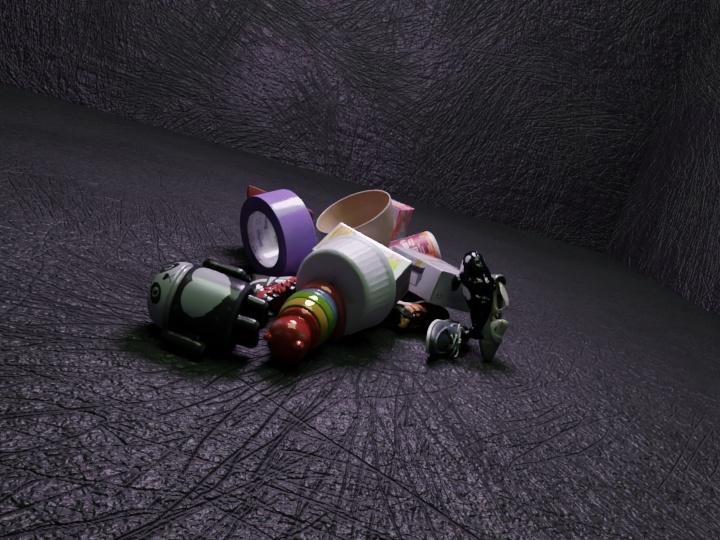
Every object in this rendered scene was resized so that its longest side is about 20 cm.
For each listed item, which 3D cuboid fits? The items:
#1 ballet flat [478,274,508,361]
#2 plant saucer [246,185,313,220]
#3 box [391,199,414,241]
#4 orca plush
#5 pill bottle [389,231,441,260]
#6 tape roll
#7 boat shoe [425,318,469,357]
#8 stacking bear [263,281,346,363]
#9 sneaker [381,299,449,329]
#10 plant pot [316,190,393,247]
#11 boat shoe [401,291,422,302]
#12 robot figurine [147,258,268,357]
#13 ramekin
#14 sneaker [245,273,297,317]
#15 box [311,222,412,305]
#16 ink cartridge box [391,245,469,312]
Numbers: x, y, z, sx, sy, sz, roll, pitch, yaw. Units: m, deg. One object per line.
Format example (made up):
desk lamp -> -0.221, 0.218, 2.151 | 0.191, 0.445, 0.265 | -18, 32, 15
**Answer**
ballet flat -> 0.305, 0.103, 1.349 | 0.063, 0.202, 0.067 | -13, -25, 41
plant saucer -> -0.211, -0.098, 1.519 | 0.198, 0.201, 0.037 | 23, 46, 20
box -> 0.075, -0.109, 1.793 | 0.102, 0.202, 0.094 | 24, 17, 26
orca plush -> 0.254, 0.045, 1.300 | 0.104, 0.202, 0.071 | 18, -22, -3
pill bottle -> 0.107, -0.027, 1.594 | 0.198, 0.111, 0.110 | -17, 24, -9
tape roll -> -0.194, -0.082, 1.379 | 0.084, 0.202, 0.199 | -19, 36, -37
boat shoe -> 0.194, 0.149, 1.299 | 0.061, 0.076, 0.200 | 12, 3, 24
stacking bear -> -0.106, 0.101, 1.075 | 0.120, 0.115, 0.200 | 20, 20, 9
sneaker -> 0.111, 0.110, 1.356 | 0.198, 0.071, 0.090 | 11, 22, -7
plant pot -> 0.003, -0.096, 1.517 | 0.198, 0.135, 0.201 | -17, 29, 10
boat shoe -> 0.140, 0.065, 1.542 | 0.199, 0.057, 0.068 | 2, 22, -45
robot figurine -> -0.256, 0.060, 0.998 | 0.198, 0.126, 0.150 | 19, 13, 3
ramekin -> -0.037, 0.035, 1.207 | 0.199, 0.202, 0.097 | 25, 25, 25
sneaker -> -0.190, 0.042, 1.233 | 0.097, 0.071, 0.200 | 25, 18, 16
box -> 0.000, 0.000, 1.317 | 0.199, 0.102, 0.112 | 30, 54, 22
ink cartridge box -> 0.173, 0.018, 1.442 | 0.147, 0.086, 0.200 | 13, 10, -36
